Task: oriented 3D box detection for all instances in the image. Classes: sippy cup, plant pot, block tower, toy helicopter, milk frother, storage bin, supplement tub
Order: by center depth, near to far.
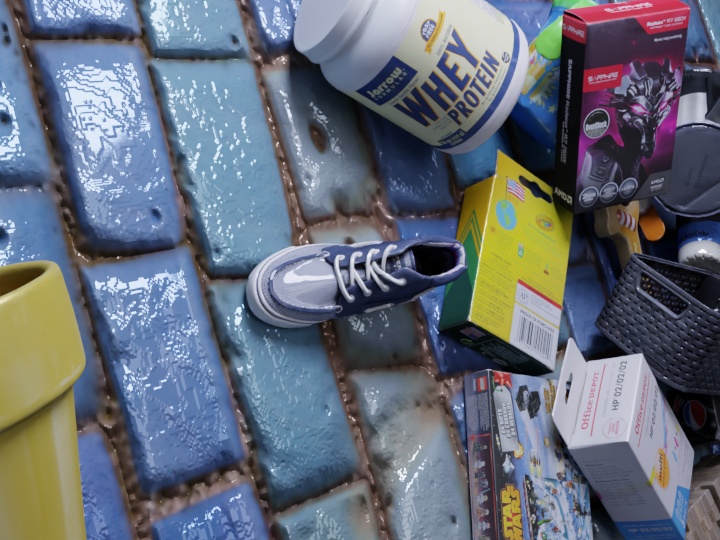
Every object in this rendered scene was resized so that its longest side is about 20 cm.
[{"bbox_3d":[-0.245,0.115,0.544,0.199,0.199,0.193,-25,105,-39],"label":"plant pot"},{"bbox_3d":[0.049,-0.217,0.897,0.197,0.144,0.148,25,62,-29],"label":"supplement tub"},{"bbox_3d":[0.227,-0.210,1.030,0.131,0.140,0.178,-46,121,1],"label":"sippy cup"},{"bbox_3d":[0.377,0.064,1.045,0.197,0.135,0.095,9,114,-39],"label":"storage bin"},{"bbox_3d":[0.383,0.273,1.058,0.198,0.054,0.059,-25,91,-40],"label":"block tower"},{"bbox_3d":[0.317,-0.051,1.113,0.131,0.078,0.204,-23,101,-49],"label":"toy helicopter"},{"bbox_3d":[0.377,-0.197,1.137,0.196,0.184,0.189,14,33,12],"label":"milk frother"}]

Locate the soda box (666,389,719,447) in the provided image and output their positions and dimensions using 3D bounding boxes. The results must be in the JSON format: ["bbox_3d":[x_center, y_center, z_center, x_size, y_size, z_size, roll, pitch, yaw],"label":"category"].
[{"bbox_3d":[0.464,0.173,1.147,0.197,0.063,0.072,3,74,-38],"label":"soda box"}]

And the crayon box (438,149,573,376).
[{"bbox_3d":[0.157,-0.007,0.974,0.126,0.050,0.204,30,60,-27],"label":"crayon box"}]

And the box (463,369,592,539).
[{"bbox_3d":[0.167,0.207,0.920,0.135,0.040,0.205,12,69,-36],"label":"box"}]

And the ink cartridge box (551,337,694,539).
[{"bbox_3d":[0.274,0.171,0.960,0.201,0.067,0.116,54,41,-28],"label":"ink cartridge box"}]

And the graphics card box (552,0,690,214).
[{"bbox_3d":[0.264,-0.168,0.957,0.123,0.051,0.204,-12,120,-18],"label":"graphics card box"}]

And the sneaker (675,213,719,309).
[{"bbox_3d":[0.467,-0.016,1.200,0.198,0.076,0.113,33,50,-33],"label":"sneaker"}]

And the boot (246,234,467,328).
[{"bbox_3d":[0.000,0.000,0.824,0.197,0.090,0.074,-10,82,-39],"label":"boot"}]
